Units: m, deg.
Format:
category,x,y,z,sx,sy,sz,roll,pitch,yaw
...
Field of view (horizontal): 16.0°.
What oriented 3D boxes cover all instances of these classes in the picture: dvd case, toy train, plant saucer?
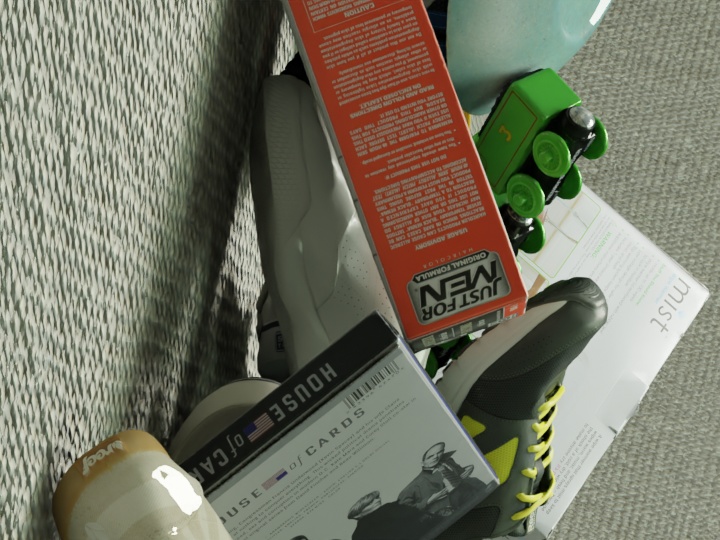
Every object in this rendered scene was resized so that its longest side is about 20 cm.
category,x,y,z,sx,sy,sz,roll,pitch,yaw
dvd case,-0.020,0.106,1.160,0.150,0.025,0.200,-38,152,-2
toy train,0.058,-0.020,1.257,0.042,0.056,0.200,-26,157,-41
plant saucer,0.099,-0.164,1.222,0.201,0.039,0.202,-53,155,-39

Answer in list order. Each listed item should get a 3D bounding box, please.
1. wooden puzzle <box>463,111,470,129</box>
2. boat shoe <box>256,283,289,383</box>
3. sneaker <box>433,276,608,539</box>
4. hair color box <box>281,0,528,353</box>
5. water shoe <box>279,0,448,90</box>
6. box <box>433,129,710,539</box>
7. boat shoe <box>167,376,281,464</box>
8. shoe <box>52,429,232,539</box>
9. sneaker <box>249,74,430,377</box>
category,x,y,z,sx,sy,sz,roll,pitch,yaw
wooden puzzle,0.050,-0.121,1.475,0.200,0.037,0.186,-81,173,-52
boat shoe,-0.024,0.039,1.376,0.200,0.072,0.066,62,26,-73
sneaker,0.073,0.084,1.294,0.074,0.085,0.200,-31,163,-53
hair color box,0.015,-0.068,1.163,0.102,0.061,0.201,59,11,-85
water shoe,0.040,-0.123,1.290,0.200,0.079,0.072,-45,-157,2
box,0.085,0.041,1.570,0.200,0.176,0.097,-54,-172,-24
boat shoe,-0.059,0.098,1.248,0.200,0.074,0.093,106,-6,-46
shoe,-0.079,0.130,1.028,0.070,0.053,0.200,-41,156,-14
sneaker,0.000,0.000,1.240,0.075,0.088,0.201,-167,-115,-81
